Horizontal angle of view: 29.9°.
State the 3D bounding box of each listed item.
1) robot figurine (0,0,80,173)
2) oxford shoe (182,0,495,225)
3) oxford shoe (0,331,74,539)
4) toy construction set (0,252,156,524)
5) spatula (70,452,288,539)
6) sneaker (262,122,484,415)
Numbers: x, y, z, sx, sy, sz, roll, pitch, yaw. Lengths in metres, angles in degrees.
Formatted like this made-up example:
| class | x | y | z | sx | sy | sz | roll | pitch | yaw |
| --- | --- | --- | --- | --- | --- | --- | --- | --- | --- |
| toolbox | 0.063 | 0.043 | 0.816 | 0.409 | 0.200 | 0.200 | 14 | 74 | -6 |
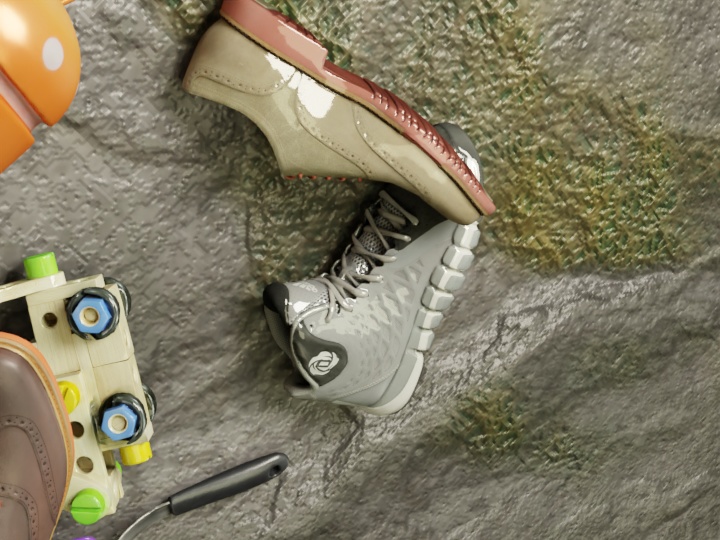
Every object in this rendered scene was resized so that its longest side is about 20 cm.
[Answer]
| class | x | y | z | sx | sy | sz | roll | pitch | yaw |
| --- | --- | --- | --- | --- | --- | --- | --- | --- | --- |
| robot figurine | -0.217 | -0.083 | 0.642 | 0.200 | 0.117 | 0.144 | -43 | 127 | -8 |
| oxford shoe | -0.012 | -0.078 | 0.786 | 0.199 | 0.070 | 0.075 | 35 | 99 | -11 |
| oxford shoe | -0.188 | 0.130 | 0.692 | 0.071 | 0.073 | 0.201 | 5 | 112 | -3 |
| toy construction set | -0.188 | 0.068 | 0.757 | 0.130 | 0.092 | 0.201 | -12 | 113 | 2 |
| spatula | -0.134 | 0.162 | 0.867 | 0.199 | 0.021 | 0.057 | -26 | 135 | -22 |
| sneaker | 0.000 | 0.000 | 0.844 | 0.115 | 0.075 | 0.201 | 6 | 109 | -31 |
